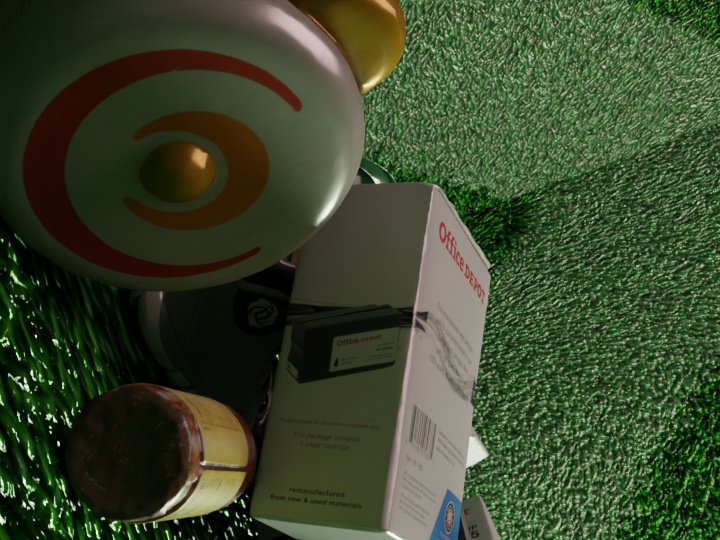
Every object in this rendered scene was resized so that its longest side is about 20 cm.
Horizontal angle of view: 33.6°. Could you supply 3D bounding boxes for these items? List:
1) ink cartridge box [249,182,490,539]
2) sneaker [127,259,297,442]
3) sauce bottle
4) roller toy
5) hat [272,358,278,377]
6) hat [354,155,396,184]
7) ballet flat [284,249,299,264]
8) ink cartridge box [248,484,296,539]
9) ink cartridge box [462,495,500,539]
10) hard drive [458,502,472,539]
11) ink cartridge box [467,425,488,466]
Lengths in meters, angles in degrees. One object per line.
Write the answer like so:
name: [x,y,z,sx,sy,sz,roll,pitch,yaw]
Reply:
ink cartridge box: [0.014,0.066,0.716,0.145,0.084,0.201,50,46,-61]
sneaker: [-0.062,0.061,0.778,0.075,0.115,0.200,-105,174,-47]
sauce bottle: [-0.090,0.097,0.617,0.200,0.066,0.066,59,11,-76]
roller toy: [-0.091,-0.085,0.587,0.140,0.199,0.183,-105,-154,-43]
hat: [-0.013,0.112,1.052,0.201,0.081,0.201,51,-4,5]
hat: [-0.050,0.013,1.008,0.166,0.199,0.177,107,-24,-54]
ballet flat: [0.000,0.000,0.906,0.200,0.062,0.068,-27,107,-74]
ink cartridge box: [-0.025,0.217,0.862,0.116,0.067,0.200,66,6,-50]
ink cartridge box: [0.090,0.353,1.166,0.200,0.146,0.146,-103,171,-65]
hard drive: [0.045,0.196,0.839,0.200,0.033,0.140,-101,-166,-54]
ink cartridge box: [0.039,0.078,1.024,0.163,0.057,0.200,61,-3,27]
